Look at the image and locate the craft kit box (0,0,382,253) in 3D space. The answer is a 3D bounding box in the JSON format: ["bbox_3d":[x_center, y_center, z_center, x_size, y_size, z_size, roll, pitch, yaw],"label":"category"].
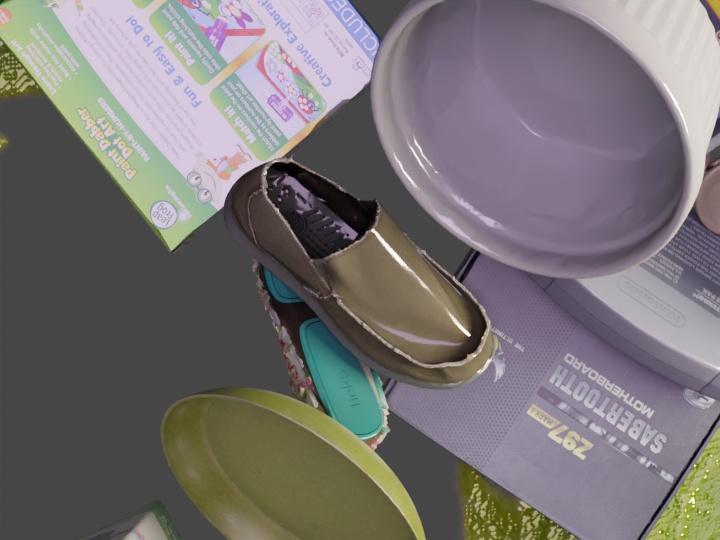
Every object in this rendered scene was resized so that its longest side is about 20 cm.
[{"bbox_3d":[-0.110,-0.151,1.108,0.197,0.049,0.201,-39,92,0],"label":"craft kit box"}]

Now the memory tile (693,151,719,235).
[{"bbox_3d":[0.240,-0.136,1.050,0.153,0.017,0.201,35,106,-7],"label":"memory tile"}]

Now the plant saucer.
[{"bbox_3d":[-0.037,0.140,1.069,0.199,0.200,0.031,38,56,-1],"label":"plant saucer"}]

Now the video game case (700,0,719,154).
[{"bbox_3d":[0.215,-0.183,1.005,0.199,0.023,0.183,-36,108,14],"label":"video game case"}]

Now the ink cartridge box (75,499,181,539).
[{"bbox_3d":[-0.184,0.225,1.050,0.144,0.200,0.088,-26,92,3],"label":"ink cartridge box"}]

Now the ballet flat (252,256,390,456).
[{"bbox_3d":[-0.035,0.034,1.100,0.075,0.064,0.202,-4,69,-25],"label":"ballet flat"}]

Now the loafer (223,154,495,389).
[{"bbox_3d":[0.000,0.000,1.047,0.199,0.070,0.076,34,66,3],"label":"loafer"}]

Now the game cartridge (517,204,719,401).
[{"bbox_3d":[0.193,-0.003,1.078,0.199,0.041,0.134,34,50,-1],"label":"game cartridge"}]

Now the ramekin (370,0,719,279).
[{"bbox_3d":[0.114,-0.106,0.972,0.199,0.200,0.105,35,51,-1],"label":"ramekin"}]

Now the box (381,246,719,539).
[{"bbox_3d":[0.134,0.073,1.111,0.199,0.051,0.159,34,94,0],"label":"box"}]
